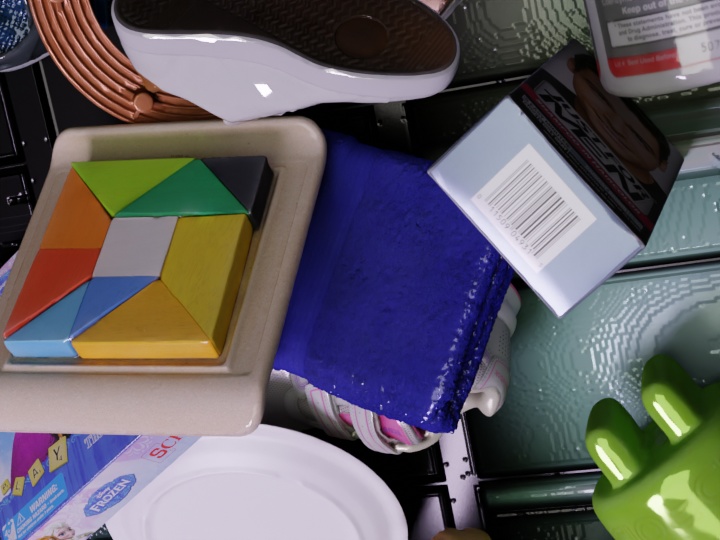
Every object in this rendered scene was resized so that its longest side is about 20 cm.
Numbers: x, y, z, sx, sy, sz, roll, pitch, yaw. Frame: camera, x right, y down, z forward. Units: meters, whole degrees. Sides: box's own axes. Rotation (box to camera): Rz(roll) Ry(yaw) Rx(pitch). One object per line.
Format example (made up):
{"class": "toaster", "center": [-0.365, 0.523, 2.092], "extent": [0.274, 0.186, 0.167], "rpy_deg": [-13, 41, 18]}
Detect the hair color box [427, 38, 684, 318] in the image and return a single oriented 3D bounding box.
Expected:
{"class": "hair color box", "center": [0.111, -0.056, 0.829], "extent": [0.061, 0.200, 0.099], "rpy_deg": [-42, 91, 23]}

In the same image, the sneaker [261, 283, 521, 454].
{"class": "sneaker", "center": [0.005, 0.068, 0.943], "extent": [0.198, 0.089, 0.081], "rpy_deg": [-22, 135, 22]}

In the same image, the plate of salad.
{"class": "plate of salad", "center": [-0.067, 0.156, 0.994], "extent": [0.197, 0.048, 0.202], "rpy_deg": [3, 134, 3]}

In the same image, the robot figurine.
{"class": "robot figurine", "center": [0.216, 0.147, 0.900], "extent": [0.175, 0.116, 0.200], "rpy_deg": [-41, 91, 14]}

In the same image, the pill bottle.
{"class": "pill bottle", "center": [0.163, -0.203, 0.818], "extent": [0.113, 0.114, 0.202], "rpy_deg": [-10, 103, 19]}

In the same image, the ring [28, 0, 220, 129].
{"class": "ring", "center": [-0.099, -0.175, 0.915], "extent": [0.198, 0.019, 0.203], "rpy_deg": [-3, 111, -8]}

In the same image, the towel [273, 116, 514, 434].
{"class": "towel", "center": [0.000, 0.000, 0.910], "extent": [0.199, 0.049, 0.149], "rpy_deg": [19, 89, 37]}

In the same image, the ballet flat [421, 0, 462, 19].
{"class": "ballet flat", "center": [0.049, -0.184, 0.886], "extent": [0.067, 0.064, 0.201], "rpy_deg": [38, 112, -1]}

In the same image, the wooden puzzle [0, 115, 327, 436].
{"class": "wooden puzzle", "center": [-0.123, -0.004, 0.883], "extent": [0.183, 0.202, 0.037], "rpy_deg": [-1, 148, 19]}

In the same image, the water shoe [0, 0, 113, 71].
{"class": "water shoe", "center": [-0.177, -0.175, 0.949], "extent": [0.199, 0.079, 0.072], "rpy_deg": [-30, 95, 22]}

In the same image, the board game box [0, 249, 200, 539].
{"class": "board game box", "center": [-0.164, 0.046, 0.964], "extent": [0.200, 0.041, 0.201], "rpy_deg": [-42, 48, 22]}

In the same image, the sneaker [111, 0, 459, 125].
{"class": "sneaker", "center": [-0.039, -0.121, 0.882], "extent": [0.197, 0.073, 0.085], "rpy_deg": [11, 148, 12]}

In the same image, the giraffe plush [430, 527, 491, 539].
{"class": "giraffe plush", "center": [0.012, 0.267, 0.967], "extent": [0.160, 0.174, 0.201], "rpy_deg": [-5, 136, 5]}
